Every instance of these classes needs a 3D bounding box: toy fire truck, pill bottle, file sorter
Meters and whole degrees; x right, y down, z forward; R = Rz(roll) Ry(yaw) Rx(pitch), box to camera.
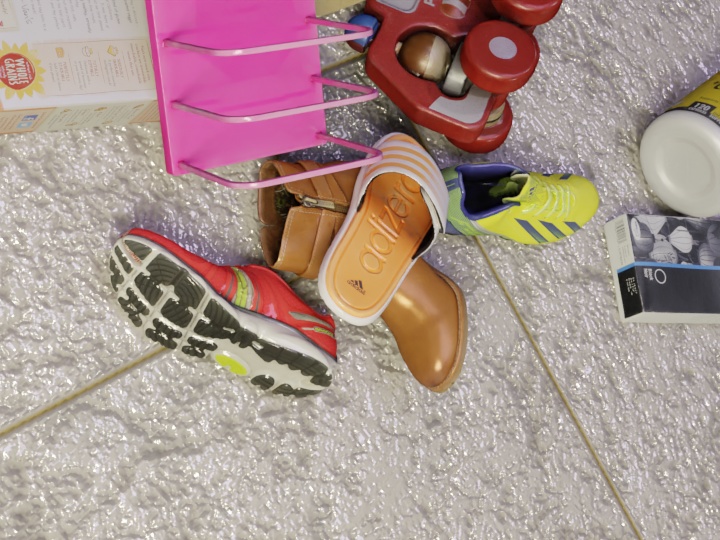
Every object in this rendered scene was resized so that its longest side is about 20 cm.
[{"bbox_3d":[0.077,-0.209,1.177,0.167,0.112,0.201,23,59,4],"label":"toy fire truck"},{"bbox_3d":[0.375,-0.143,1.317,0.200,0.112,0.112,-35,93,-35],"label":"pill bottle"},{"bbox_3d":[-0.066,-0.172,0.964,0.138,0.125,0.201,-15,110,-29],"label":"file sorter"}]

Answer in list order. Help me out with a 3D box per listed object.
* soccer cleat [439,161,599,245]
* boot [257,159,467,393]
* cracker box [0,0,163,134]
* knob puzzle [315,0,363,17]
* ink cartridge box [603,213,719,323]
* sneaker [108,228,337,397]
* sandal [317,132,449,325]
[{"bbox_3d":[0.143,-0.062,1.163,0.199,0.084,0.065,-2,73,-32],"label":"soccer cleat"},{"bbox_3d":[0.000,0.000,1.045,0.155,0.077,0.201,8,63,-41],"label":"boot"},{"bbox_3d":[-0.223,-0.178,0.999,0.199,0.058,0.135,-9,79,-32],"label":"cracker box"},{"bbox_3d":[-0.028,-0.317,1.142,0.218,0.030,0.221,-1,99,-5],"label":"knob puzzle"},{"bbox_3d":[0.330,0.000,1.284,0.199,0.039,0.100,2,72,-32],"label":"ink cartridge box"},{"bbox_3d":[-0.102,0.023,1.005,0.199,0.077,0.085,34,39,-22],"label":"sneaker"},{"bbox_3d":[0.031,-0.040,1.014,0.079,0.059,0.207,37,44,-13],"label":"sandal"}]
